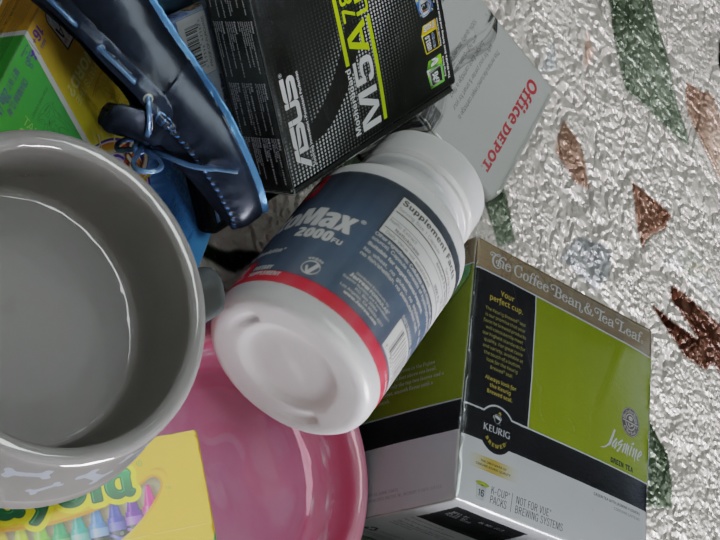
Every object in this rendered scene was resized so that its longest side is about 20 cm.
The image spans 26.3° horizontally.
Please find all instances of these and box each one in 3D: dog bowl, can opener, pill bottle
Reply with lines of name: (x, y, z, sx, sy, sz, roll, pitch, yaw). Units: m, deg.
dog bowl: (-0.167, 0.019, 0.795, 0.199, 0.059, 0.202, 14, 66, -35)
can opener: (-0.157, 0.057, 0.871, 0.200, 0.052, 0.067, -37, 127, -39)
pill bottle: (0.000, 0.000, 1.018, 0.120, 0.119, 0.200, 51, 48, -17)

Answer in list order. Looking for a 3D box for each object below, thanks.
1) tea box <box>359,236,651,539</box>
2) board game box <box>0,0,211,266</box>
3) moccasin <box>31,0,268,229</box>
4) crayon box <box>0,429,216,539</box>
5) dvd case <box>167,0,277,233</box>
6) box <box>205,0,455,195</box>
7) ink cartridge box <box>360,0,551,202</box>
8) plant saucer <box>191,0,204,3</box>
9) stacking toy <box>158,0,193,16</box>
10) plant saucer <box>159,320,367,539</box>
tea box: (0.102, 0.112, 1.135, 0.199, 0.133, 0.198, 27, 59, -34)
board game box: (-0.171, -0.049, 0.940, 0.200, 0.040, 0.154, 54, 39, -39)
moccasin: (-0.131, -0.105, 0.919, 0.068, 0.080, 0.201, -36, 101, -15)
crayon box: (-0.176, 0.193, 0.865, 0.199, 0.058, 0.174, -8, 81, -27)
dvd case: (-0.055, -0.129, 1.041, 0.200, 0.017, 0.144, -36, 124, -44)
box: (-0.020, -0.179, 1.024, 0.193, 0.047, 0.201, -37, 124, -45)
ink cartridge box: (0.042, -0.159, 1.209, 0.200, 0.083, 0.145, 48, 49, -20)
plant saucer: (-0.089, -0.248, 1.058, 0.200, 0.027, 0.202, 27, 59, -57)
stacking toy: (-0.129, -0.135, 1.056, 0.085, 0.085, 0.201, -23, 98, -45)
plant saucer: (-0.083, 0.134, 1.014, 0.200, 0.051, 0.202, 16, 65, -38)
